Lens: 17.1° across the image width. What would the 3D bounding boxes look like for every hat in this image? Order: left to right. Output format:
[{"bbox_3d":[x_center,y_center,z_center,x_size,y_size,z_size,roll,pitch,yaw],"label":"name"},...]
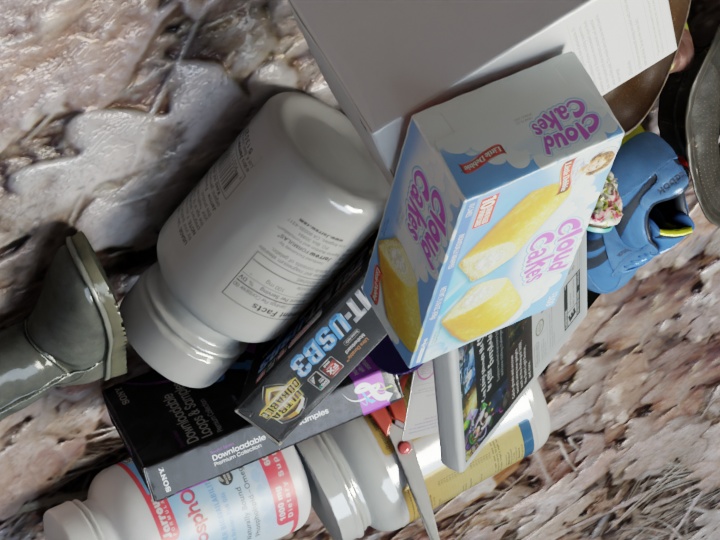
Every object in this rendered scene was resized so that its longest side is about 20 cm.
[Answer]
[{"bbox_3d":[0.283,-0.132,1.879,0.200,0.080,0.202,-19,115,-47],"label":"hat"}]

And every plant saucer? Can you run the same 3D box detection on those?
[{"bbox_3d":[0.182,-0.192,1.643,0.200,0.032,0.202,-44,142,-50],"label":"plant saucer"}]

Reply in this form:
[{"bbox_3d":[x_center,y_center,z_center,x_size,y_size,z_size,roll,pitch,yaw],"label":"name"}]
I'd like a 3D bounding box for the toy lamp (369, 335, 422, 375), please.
[{"bbox_3d":[0.066,0.059,1.781,0.058,0.058,0.200,-42,158,16],"label":"toy lamp"}]

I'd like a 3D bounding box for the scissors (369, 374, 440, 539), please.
[{"bbox_3d":[0.036,0.126,1.902,0.073,0.201,0.014,-35,-173,-10],"label":"scissors"}]

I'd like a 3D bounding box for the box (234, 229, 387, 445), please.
[{"bbox_3d":[0.000,0.000,1.708,0.200,0.050,0.199,-48,-165,26],"label":"box"}]

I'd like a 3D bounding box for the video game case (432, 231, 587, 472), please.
[{"bbox_3d":[0.109,0.022,1.742,0.182,0.023,0.201,-49,151,-31],"label":"video game case"}]

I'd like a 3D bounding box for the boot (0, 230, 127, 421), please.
[{"bbox_3d":[-0.261,0.065,1.650,0.199,0.073,0.182,-20,149,-12],"label":"boot"}]

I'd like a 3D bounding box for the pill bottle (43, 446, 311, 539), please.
[{"bbox_3d":[-0.148,0.193,1.927,0.199,0.109,0.109,-23,152,-23],"label":"pill bottle"}]

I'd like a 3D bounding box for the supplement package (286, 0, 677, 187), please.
[{"bbox_3d":[0.074,-0.152,1.461,0.199,0.120,0.121,-31,155,-2],"label":"supplement package"}]

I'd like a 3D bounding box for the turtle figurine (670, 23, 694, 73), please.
[{"bbox_3d":[0.171,-0.149,1.763,0.160,0.065,0.201,-12,146,-36],"label":"turtle figurine"}]

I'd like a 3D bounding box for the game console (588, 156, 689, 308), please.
[{"bbox_3d":[0.173,-0.032,1.884,0.177,0.031,0.200,-52,155,15],"label":"game console"}]

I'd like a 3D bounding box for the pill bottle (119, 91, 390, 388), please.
[{"bbox_3d":[-0.075,-0.016,1.654,0.114,0.115,0.200,5,135,-51],"label":"pill bottle"}]

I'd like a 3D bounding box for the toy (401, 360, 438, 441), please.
[{"bbox_3d":[0.069,0.024,1.871,0.115,0.047,0.202,-7,112,-48],"label":"toy"}]

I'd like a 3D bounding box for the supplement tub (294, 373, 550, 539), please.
[{"bbox_3d":[0.041,0.125,1.985,0.199,0.145,0.145,-28,153,-11],"label":"supplement tub"}]

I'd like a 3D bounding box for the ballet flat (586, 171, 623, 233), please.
[{"bbox_3d":[0.117,-0.098,1.660,0.075,0.200,0.064,-2,120,-36],"label":"ballet flat"}]

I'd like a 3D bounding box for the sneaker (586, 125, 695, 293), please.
[{"bbox_3d":[0.208,-0.028,1.817,0.066,0.078,0.201,-37,156,-23],"label":"sneaker"}]

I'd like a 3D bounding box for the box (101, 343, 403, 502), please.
[{"bbox_3d":[-0.083,0.093,1.787,0.199,0.143,0.036,-23,116,-10],"label":"box"}]

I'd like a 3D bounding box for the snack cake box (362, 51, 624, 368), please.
[{"bbox_3d":[0.077,-0.034,1.458,0.114,0.067,0.200,-22,155,-20],"label":"snack cake box"}]
